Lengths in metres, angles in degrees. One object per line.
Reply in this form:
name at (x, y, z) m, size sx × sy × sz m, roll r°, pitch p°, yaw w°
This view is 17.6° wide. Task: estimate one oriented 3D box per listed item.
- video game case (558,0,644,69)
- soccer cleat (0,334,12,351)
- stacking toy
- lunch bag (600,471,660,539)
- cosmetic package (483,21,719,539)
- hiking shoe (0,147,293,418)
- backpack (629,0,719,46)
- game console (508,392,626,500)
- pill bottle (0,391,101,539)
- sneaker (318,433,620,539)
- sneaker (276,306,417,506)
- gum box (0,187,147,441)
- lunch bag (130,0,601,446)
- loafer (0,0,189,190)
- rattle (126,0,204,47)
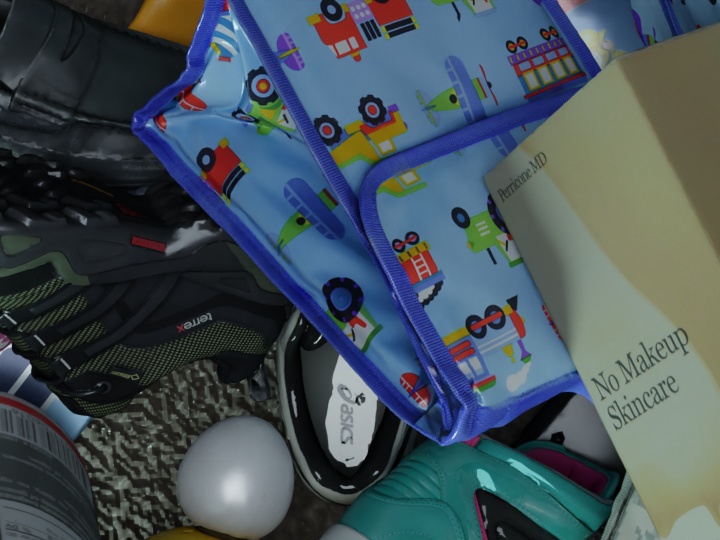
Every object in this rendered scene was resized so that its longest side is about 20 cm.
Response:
video game case at (0.153, -0.049, 0.985) m, size 0.200 × 0.017 × 0.143 m, roll 42°, pitch 93°, yaw 3°
soccer cleat at (-0.197, 0.024, 0.926) m, size 0.199 × 0.086 × 0.070 m, roll -31°, pitch 94°, yaw 2°
stacking toy at (-0.068, 0.158, 0.959) m, size 0.145 × 0.146 × 0.202 m, roll 18°, pitch 89°, yaw -2°
lunch bag at (0.178, 0.111, 0.909) m, size 0.167 × 0.139 × 0.201 m, roll 24°, pitch 85°, yaw 3°
cosmetic package at (0.131, 0.026, 0.796) m, size 0.071 × 0.105 × 0.201 m, roll -19°, pitch 76°, yaw -32°
hiking shoe at (-0.116, 0.013, 0.893) m, size 0.198 × 0.076 × 0.102 m, roll 5°, pitch 112°, yaw -18°
backpack at (0.174, -0.130, 0.892) m, size 0.181 × 0.134 × 0.202 m, roll 1°, pitch 74°, yaw -29°
game console at (0.185, 0.072, 1.009) m, size 0.177 × 0.031 × 0.200 m, roll 41°, pitch 93°, yaw 3°
pill bottle at (-0.148, 0.138, 0.873) m, size 0.113 × 0.200 × 0.115 m, roll -5°, pitch 116°, yaw -10°
sneaker at (0.067, 0.134, 0.972) m, size 0.121 × 0.083 × 0.200 m, roll -48°, pitch 131°, yaw -16°
sneaker at (0.000, 0.000, 0.970) m, size 0.075 × 0.088 × 0.202 m, roll -3°, pitch 93°, yaw 2°
gum box at (-0.179, 0.009, 0.991) m, size 0.170 × 0.045 × 0.200 m, roll 38°, pitch 94°, yaw -3°
lunch bag at (0.037, -0.025, 0.876) m, size 0.201 × 0.150 × 0.094 m, roll 53°, pitch 137°, yaw 16°
loafer at (-0.133, -0.079, 0.921) m, size 0.199 × 0.068 × 0.071 m, roll 7°, pitch 135°, yaw -7°
rattle at (-0.068, -0.192, 0.983) m, size 0.129 × 0.143 × 0.201 m, roll -20°, pitch 78°, yaw -30°
